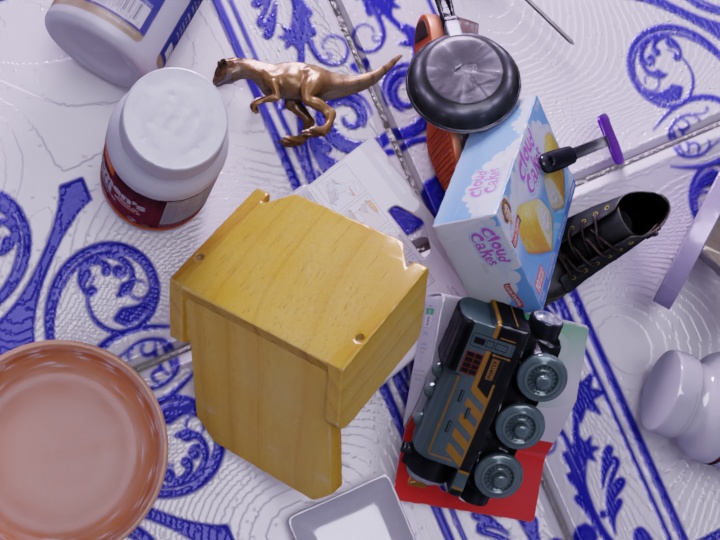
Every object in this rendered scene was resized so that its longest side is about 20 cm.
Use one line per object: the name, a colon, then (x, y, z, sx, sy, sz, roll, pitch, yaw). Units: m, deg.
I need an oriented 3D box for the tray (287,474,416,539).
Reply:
tray: (0.015, 0.305, 1.299, 0.107, 0.022, 0.201, -22, 85, -8)

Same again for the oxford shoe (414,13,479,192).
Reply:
oxford shoe: (0.106, -0.166, 1.395, 0.072, 0.071, 0.202, -3, 79, -18)

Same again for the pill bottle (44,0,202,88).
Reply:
pill bottle: (-0.204, -0.288, 1.319, 0.119, 0.120, 0.201, 30, 74, -6)

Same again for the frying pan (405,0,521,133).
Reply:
frying pan: (0.109, -0.220, 1.355, 0.114, 0.031, 0.191, 11, 66, 6)

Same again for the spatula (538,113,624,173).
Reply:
spatula: (0.224, -0.121, 1.379, 0.199, 0.020, 0.057, -23, 91, -53)

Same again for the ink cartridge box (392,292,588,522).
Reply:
ink cartridge box: (0.125, 0.135, 1.326, 0.160, 0.050, 0.202, 12, 84, -18)

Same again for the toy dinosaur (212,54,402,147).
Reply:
toy dinosaur: (-0.045, -0.180, 1.367, 0.198, 0.060, 0.107, 2, 77, -13)

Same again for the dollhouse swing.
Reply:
dollhouse swing: (-0.050, 0.069, 1.251, 0.199, 0.177, 0.182, 24, 58, 30)

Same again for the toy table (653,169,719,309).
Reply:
toy table: (0.392, -0.029, 1.393, 0.116, 0.184, 0.201, 27, 82, 11)

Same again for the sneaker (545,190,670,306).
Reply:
sneaker: (0.211, -0.023, 1.372, 0.199, 0.106, 0.075, -33, 88, -17)

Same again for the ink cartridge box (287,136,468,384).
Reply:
ink cartridge box: (0.000, 0.000, 1.349, 0.176, 0.045, 0.201, -37, 90, -17)

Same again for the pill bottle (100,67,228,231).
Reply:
pill bottle: (-0.178, -0.108, 1.247, 0.109, 0.200, 0.111, 3, 78, -13)

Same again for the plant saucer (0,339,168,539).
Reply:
plant saucer: (-0.276, 0.165, 1.255, 0.198, 0.037, 0.202, 3, 78, -14)

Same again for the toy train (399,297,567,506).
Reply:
toy train: (0.112, 0.119, 1.259, 0.113, 0.085, 0.201, 19, 110, -6)

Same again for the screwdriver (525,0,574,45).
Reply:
screwdriver: (0.155, -0.311, 1.459, 0.200, 0.028, 0.029, 40, 44, -5)

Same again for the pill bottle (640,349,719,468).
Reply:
pill bottle: (0.390, 0.149, 1.377, 0.198, 0.113, 0.114, 19, 75, -10)

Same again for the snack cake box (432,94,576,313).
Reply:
snack cake box: (0.142, -0.063, 1.314, 0.115, 0.067, 0.201, 61, 33, -30)
